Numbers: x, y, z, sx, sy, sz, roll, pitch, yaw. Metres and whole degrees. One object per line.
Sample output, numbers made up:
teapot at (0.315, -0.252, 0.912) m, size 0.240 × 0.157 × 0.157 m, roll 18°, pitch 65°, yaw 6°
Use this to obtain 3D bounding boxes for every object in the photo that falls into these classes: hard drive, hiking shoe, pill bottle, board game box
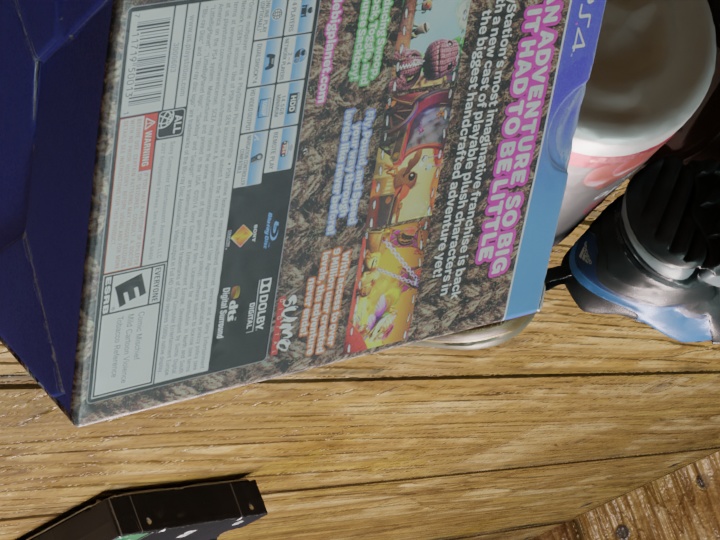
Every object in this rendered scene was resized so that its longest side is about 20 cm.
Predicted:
hard drive at (-0.185, 0.213, 1.889) m, size 0.139 × 0.038 × 0.200 m, roll -30°, pitch 165°, yaw 29°
hiking shoe at (0.182, -0.001, 1.084) m, size 0.199 × 0.075 × 0.087 m, roll 16°, pitch 149°, yaw -30°
pill bottle at (0.067, -0.068, 1.042) m, size 0.110 × 0.111 × 0.200 m, roll -16°, pitch 165°, yaw -24°
board game box at (-0.028, -0.057, 0.810) m, size 0.199 × 0.097 × 0.160 m, roll -12°, pitch 127°, yaw -34°

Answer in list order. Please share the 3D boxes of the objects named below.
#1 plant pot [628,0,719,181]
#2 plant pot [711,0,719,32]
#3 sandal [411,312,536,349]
plant pot at (0.208, -0.070, 1.164) m, size 0.187 × 0.188 × 0.200 m, roll -31°, pitch 149°, yaw 33°
plant pot at (0.263, -0.120, 1.013) m, size 0.199 × 0.201 × 0.177 m, roll -12°, pitch 175°, yaw -36°
sandal at (0.000, 0.000, 1.038) m, size 0.199 × 0.081 × 0.054 m, roll 13°, pitch 161°, yaw 36°
